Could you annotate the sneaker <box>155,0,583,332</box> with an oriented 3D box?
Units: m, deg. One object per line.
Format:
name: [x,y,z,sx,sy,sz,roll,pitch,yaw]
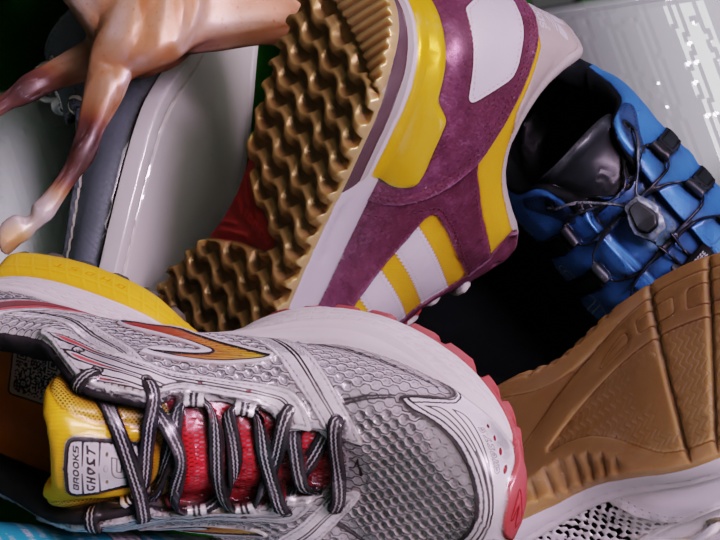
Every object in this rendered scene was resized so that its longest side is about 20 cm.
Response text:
sneaker: [0.000,0.000,0.877,0.090,0.200,0.075,5,40,-32]

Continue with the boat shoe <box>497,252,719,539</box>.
boat shoe: [0.092,0.053,0.844,0.069,0.200,0.071,35,46,-31]

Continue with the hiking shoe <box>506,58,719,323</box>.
hiking shoe: [0.091,-0.004,0.909,0.074,0.200,0.087,-48,134,5]

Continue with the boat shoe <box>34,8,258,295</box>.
boat shoe: [-0.073,-0.066,0.949,0.062,0.073,0.200,4,69,21]

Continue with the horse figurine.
horse figurine: [-0.101,-0.098,0.895,0.133,0.050,0.200,-40,72,-2]

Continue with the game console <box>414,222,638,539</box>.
game console: [0.070,0.079,0.978,0.200,0.116,0.176,20,93,-18]

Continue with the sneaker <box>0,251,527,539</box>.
sneaker: [-0.049,0.051,0.806,0.082,0.200,0.078,-37,132,-62]

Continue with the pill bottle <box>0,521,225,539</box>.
pill bottle: [-0.126,0.124,0.803,0.200,0.111,0.111,7,67,-25]
